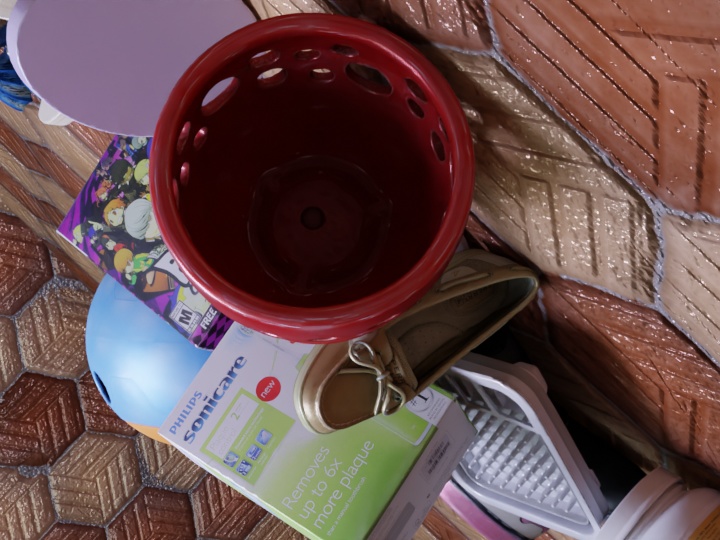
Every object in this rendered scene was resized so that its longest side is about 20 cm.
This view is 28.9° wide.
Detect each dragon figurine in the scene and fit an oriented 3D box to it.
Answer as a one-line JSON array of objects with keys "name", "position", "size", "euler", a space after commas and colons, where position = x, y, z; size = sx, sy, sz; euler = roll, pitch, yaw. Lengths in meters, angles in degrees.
[{"name": "dragon figurine", "position": [-0.262, -0.161, 1.122], "size": [0.059, 0.100, 0.200], "euler": [3, 152, 30]}]

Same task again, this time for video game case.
[{"name": "video game case", "position": [-0.137, -0.065, 1.162], "size": [0.181, 0.200, 0.036], "euler": [37, -172, 25]}]

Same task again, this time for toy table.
[{"name": "toy table", "position": [-0.183, -0.177, 1.032], "size": [0.200, 0.184, 0.117], "euler": [17, -166, -44]}]

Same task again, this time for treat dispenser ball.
[{"name": "treat dispenser ball", "position": [-0.148, 0.061, 1.276], "size": [0.201, 0.201, 0.201], "euler": [40, 166, 12]}]

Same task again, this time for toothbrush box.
[{"name": "toothbrush box", "position": [-0.033, 0.127, 1.103], "size": [0.200, 0.146, 0.086], "euler": [28, 167, 29]}]

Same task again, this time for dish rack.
[{"name": "dish rack", "position": [0.114, 0.129, 1.133], "size": [0.171, 0.044, 0.200], "euler": [13, 143, 47]}]

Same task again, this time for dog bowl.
[{"name": "dog bowl", "position": [0.113, 0.187, 1.352], "size": [0.200, 0.074, 0.200], "euler": [42, -176, -4]}]

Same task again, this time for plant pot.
[{"name": "plant pot", "position": [-0.030, -0.044, 0.924], "size": [0.200, 0.200, 0.183], "euler": [41, 170, 8]}]

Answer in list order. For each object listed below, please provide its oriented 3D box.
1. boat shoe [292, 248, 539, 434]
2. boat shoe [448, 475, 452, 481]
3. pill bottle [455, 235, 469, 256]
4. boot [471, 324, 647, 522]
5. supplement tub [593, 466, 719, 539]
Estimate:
[{"name": "boat shoe", "position": [0.041, 0.052, 1.013], "size": [0.063, 0.200, 0.073], "euler": [15, 132, 59]}, {"name": "boat shoe", "position": [0.048, 0.101, 1.259], "size": [0.074, 0.200, 0.069], "euler": [-9, 171, 33]}, {"name": "pill bottle", "position": [0.000, 0.000, 1.143], "size": [0.114, 0.114, 0.200], "euler": [47, 166, -17]}, {"name": "boot", "position": [0.153, 0.115, 1.185], "size": [0.165, 0.066, 0.200], "euler": [25, 153, 46]}, {"name": "supplement tub", "position": [0.279, 0.259, 1.079], "size": [0.200, 0.144, 0.144], "euler": [36, 165, 25]}]
